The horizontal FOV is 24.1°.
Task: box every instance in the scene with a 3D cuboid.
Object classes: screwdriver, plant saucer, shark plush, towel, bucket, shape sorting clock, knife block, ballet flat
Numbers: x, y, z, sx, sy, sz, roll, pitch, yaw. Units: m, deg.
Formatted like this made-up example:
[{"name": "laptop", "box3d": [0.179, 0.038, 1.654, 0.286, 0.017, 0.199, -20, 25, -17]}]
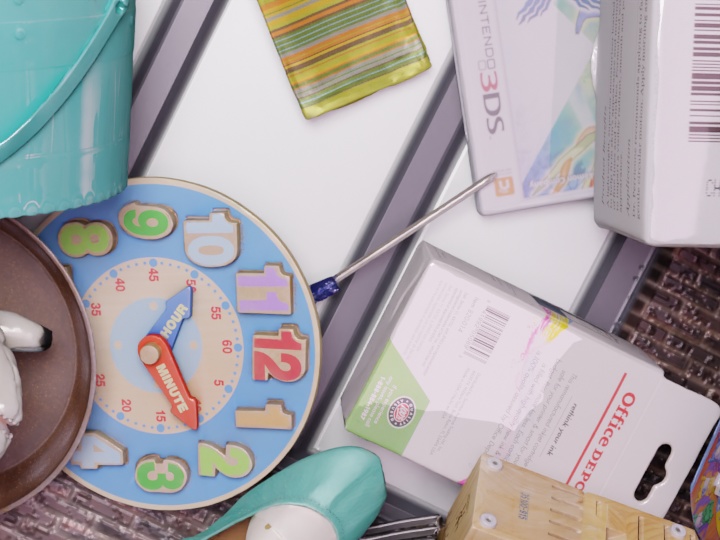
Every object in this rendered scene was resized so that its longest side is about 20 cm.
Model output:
[{"name": "screwdriver", "box3d": [0.000, 0.000, 1.016, 0.200, 0.028, 0.029, -29, 70, 5]}, {"name": "plant saucer", "box3d": [-0.247, 0.048, 0.985, 0.200, 0.034, 0.201, 1, 101, 6]}, {"name": "shark plush", "box3d": [-0.266, 0.032, 0.919, 0.200, 0.091, 0.083, 26, 87, 7]}, {"name": "towel", "box3d": [-0.030, -0.193, 0.978, 0.086, 0.018, 0.200, -26, 107, -12]}, {"name": "bucket", "box3d": [-0.216, -0.107, 0.905, 0.207, 0.207, 0.135, -3, 103, -5]}, {"name": "shape sorting clock", "box3d": [-0.120, 0.045, 0.995, 0.199, 0.039, 0.201, 1, 99, 7]}, {"name": "knife block", "box3d": [0.083, 0.201, 1.005, 0.199, 0.064, 0.176, 20, 128, -4]}, {"name": "ballet flat", "box3d": [-0.068, 0.175, 0.993, 0.200, 0.070, 0.067, -31, 107, 16]}]

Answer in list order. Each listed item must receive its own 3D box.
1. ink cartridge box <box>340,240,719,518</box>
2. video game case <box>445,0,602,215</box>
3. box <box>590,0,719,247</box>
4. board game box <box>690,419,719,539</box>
[{"name": "ink cartridge box", "box3d": [0.101, 0.080, 1.021, 0.200, 0.067, 0.117, 27, 98, -8]}, {"name": "video game case", "box3d": [0.156, -0.139, 1.020, 0.199, 0.022, 0.183, -10, 99, -4]}, {"name": "box", "box3d": [0.242, -0.115, 0.954, 0.199, 0.131, 0.200, 0, 98, -6]}, {"name": "board game box", "box3d": [0.270, 0.084, 1.000, 0.158, 0.039, 0.200, 21, 94, -53]}]
